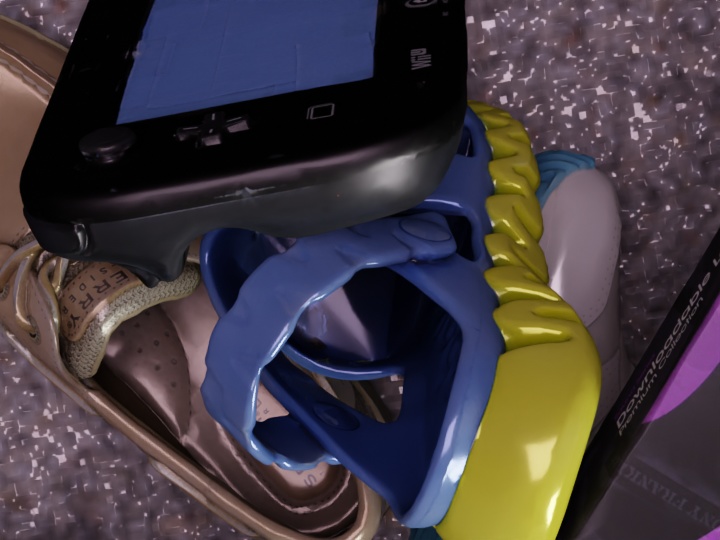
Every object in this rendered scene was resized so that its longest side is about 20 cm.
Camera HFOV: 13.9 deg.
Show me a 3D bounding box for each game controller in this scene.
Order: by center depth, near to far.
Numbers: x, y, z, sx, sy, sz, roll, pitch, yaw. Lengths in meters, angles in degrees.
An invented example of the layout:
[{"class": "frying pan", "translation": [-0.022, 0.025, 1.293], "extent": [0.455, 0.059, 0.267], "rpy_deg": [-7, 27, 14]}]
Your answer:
[{"class": "game controller", "translation": [-0.024, -0.051, 0.736], "extent": [0.104, 0.200, 0.042], "rpy_deg": [-18, 110, 8]}]

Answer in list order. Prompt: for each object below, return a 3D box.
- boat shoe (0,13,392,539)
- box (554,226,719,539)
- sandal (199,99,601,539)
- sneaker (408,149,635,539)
[{"class": "boat shoe", "translation": [-0.066, 0.001, 0.803], "extent": [0.072, 0.065, 0.200], "rpy_deg": [-44, 91, 3]}, {"class": "box", "translation": [0.143, 0.028, 0.669], "extent": [0.142, 0.036, 0.201], "rpy_deg": [28, 105, -7]}, {"class": "sandal", "translation": [0.000, 0.000, 0.735], "extent": [0.087, 0.200, 0.080], "rpy_deg": [16, 108, -14]}, {"class": "sneaker", "translation": [0.057, 0.067, 0.805], "extent": [0.080, 0.077, 0.201], "rpy_deg": [3, 99, -8]}]
